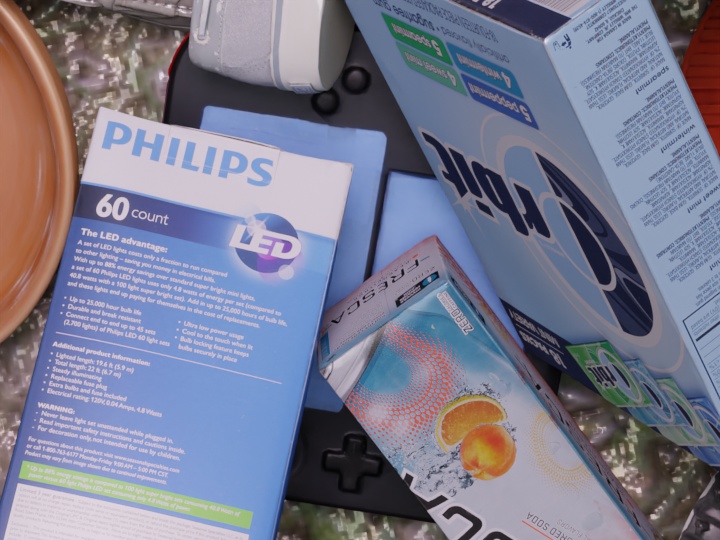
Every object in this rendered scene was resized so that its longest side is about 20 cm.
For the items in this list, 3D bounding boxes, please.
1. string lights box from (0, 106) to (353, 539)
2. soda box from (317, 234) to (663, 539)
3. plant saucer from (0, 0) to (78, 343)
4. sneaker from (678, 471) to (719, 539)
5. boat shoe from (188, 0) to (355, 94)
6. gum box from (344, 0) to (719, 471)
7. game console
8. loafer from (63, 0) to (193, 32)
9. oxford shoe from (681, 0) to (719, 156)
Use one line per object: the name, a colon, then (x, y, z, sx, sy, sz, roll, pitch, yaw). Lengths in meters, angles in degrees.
string lights box: (-0.072, 0.048, 1.051, 0.102, 0.059, 0.201, 13, 69, -1)
soda box: (0.064, 0.087, 1.109, 0.063, 0.068, 0.200, -36, 105, 7)
plant saucer: (-0.207, -0.052, 1.145, 0.199, 0.037, 0.201, 5, 110, 13)
sneaker: (0.187, 0.076, 1.098, 0.066, 0.091, 0.201, 29, 82, 22)
boat shoe: (-0.035, -0.169, 1.059, 0.071, 0.070, 0.202, 6, 96, 13)
gum box: (0.078, -0.032, 1.008, 0.044, 0.170, 0.201, -35, 119, -13)
game console: (0.000, 0.000, 1.131, 0.176, 0.031, 0.201, 10, 105, 2)
loafer: (-0.091, -0.133, 1.128, 0.199, 0.070, 0.070, 6, 96, 6)
oxford shoe: (0.169, -0.051, 1.120, 0.072, 0.071, 0.201, 19, 89, -30)
